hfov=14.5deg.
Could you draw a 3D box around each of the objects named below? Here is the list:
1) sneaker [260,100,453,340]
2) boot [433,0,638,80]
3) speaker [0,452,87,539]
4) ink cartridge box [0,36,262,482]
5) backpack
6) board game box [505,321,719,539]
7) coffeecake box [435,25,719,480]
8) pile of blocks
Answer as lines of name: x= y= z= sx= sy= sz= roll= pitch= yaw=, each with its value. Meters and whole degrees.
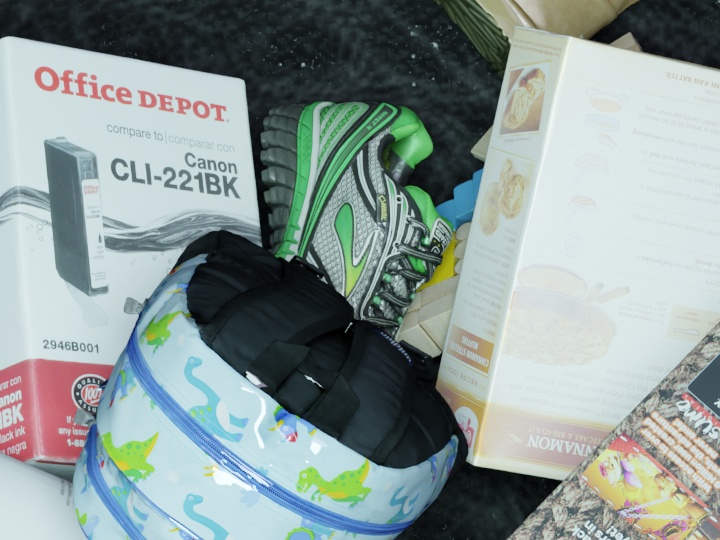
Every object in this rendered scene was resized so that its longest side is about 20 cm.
sneaker: x=0.000 y=0.000 z=1.336 sx=0.085 sy=0.078 sz=0.201 roll=-9 pitch=60 yaw=12
boot: x=0.110 y=-0.208 z=1.449 sx=0.200 sy=0.066 sz=0.175 roll=-39 pitch=94 yaw=-15
speaker: x=-0.098 y=0.145 z=1.221 sx=0.199 sy=0.081 sz=0.081 roll=25 pitch=72 yaw=-14
ink cartridge box: x=-0.122 y=0.004 z=1.315 sx=0.144 sy=0.084 sz=0.201 roll=7 pitch=68 yaw=-41
backpack: x=-0.040 y=0.069 z=1.175 sx=0.163 sy=0.200 sz=0.154 roll=41 pitch=86 yaw=-3
board game box: x=0.169 y=0.129 z=1.215 sx=0.159 sy=0.097 sz=0.200 roll=42 pitch=73 yaw=15
coffeecake box: x=0.131 y=0.001 z=1.328 sx=0.153 sy=0.073 sz=0.201 roll=11 pitch=95 yaw=-19
pile of blocks: x=0.087 y=-0.024 z=1.400 sx=0.200 sy=0.082 sz=0.062 roll=-46 pitch=126 yaw=-7
